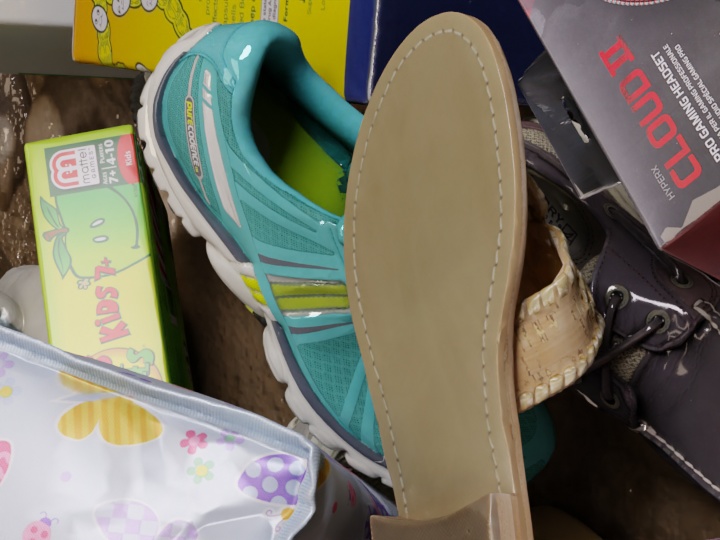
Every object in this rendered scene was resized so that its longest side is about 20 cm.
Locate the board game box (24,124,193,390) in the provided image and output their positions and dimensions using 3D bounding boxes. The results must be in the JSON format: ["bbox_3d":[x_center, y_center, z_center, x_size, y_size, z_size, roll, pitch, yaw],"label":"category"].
[{"bbox_3d":[-0.097,0.053,0.988,0.102,0.048,0.200,78,-178,-71],"label":"board game box"}]

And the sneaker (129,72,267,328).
[{"bbox_3d":[-0.032,-0.035,0.985,0.076,0.075,0.200,-40,45,3],"label":"sneaker"}]

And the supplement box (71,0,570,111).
[{"bbox_3d":[-0.013,-0.123,0.911,0.200,0.109,0.110,14,102,51],"label":"supplement box"}]

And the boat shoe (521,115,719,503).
[{"bbox_3d":[0.089,0.016,0.821,0.200,0.065,0.072,54,128,34],"label":"boat shoe"}]

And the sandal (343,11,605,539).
[{"bbox_3d":[0.045,0.028,0.764,0.078,0.070,0.212,-9,78,46],"label":"sandal"}]

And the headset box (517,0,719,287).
[{"bbox_3d":[0.133,-0.098,0.700,0.200,0.075,0.149,-39,55,22],"label":"headset box"}]

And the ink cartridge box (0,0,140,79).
[{"bbox_3d":[-0.138,-0.191,1.038,0.083,0.146,0.200,-17,77,52],"label":"ink cartridge box"}]

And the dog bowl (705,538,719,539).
[{"bbox_3d":[0.107,0.175,0.732,0.200,0.074,0.200,-10,69,27],"label":"dog bowl"}]

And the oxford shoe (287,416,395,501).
[{"bbox_3d":[-0.009,0.075,0.942,0.058,0.075,0.200,56,136,32],"label":"oxford shoe"}]

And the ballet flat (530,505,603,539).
[{"bbox_3d":[0.089,0.161,0.827,0.200,0.063,0.069,54,133,36],"label":"ballet flat"}]

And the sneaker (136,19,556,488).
[{"bbox_3d":[0.000,0.000,0.818,0.200,0.078,0.080,51,147,-10],"label":"sneaker"}]

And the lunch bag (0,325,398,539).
[{"bbox_3d":[-0.097,0.094,0.826,0.200,0.170,0.127,21,81,18],"label":"lunch bag"}]

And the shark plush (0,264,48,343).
[{"bbox_3d":[-0.105,0.051,1.097,0.200,0.091,0.083,32,140,29],"label":"shark plush"}]
